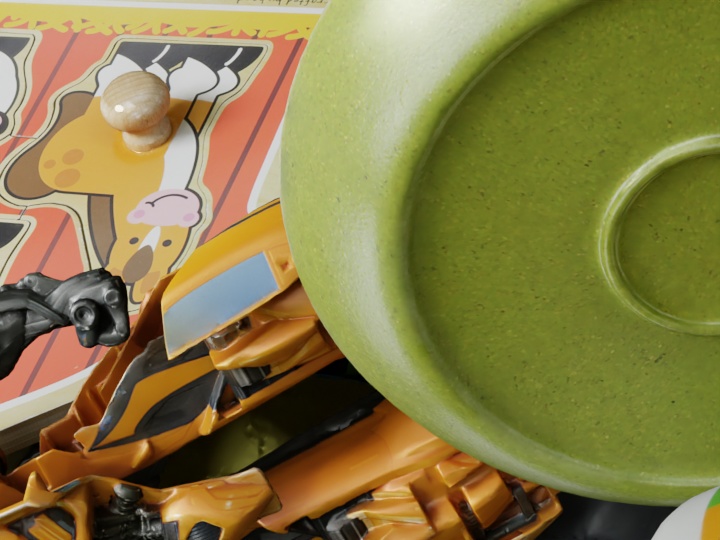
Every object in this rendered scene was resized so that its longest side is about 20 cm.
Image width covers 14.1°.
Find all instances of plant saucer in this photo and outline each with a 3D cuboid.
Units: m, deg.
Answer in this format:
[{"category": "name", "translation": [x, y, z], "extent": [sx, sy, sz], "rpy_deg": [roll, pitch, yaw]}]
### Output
[{"category": "plant saucer", "translation": [0.081, -0.015, 0.666], "extent": [0.200, 0.200, 0.031], "rpy_deg": [-32, 32, 20]}]

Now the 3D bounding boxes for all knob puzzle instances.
[{"category": "knob puzzle", "translation": [-0.111, -0.019, 0.822], "extent": [0.220, 0.030, 0.220], "rpy_deg": [-9, 44, 9]}]

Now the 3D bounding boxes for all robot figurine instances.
[{"category": "robot figurine", "translation": [-0.030, 0.048, 0.746], "extent": [0.200, 0.145, 0.058], "rpy_deg": [-30, 26, 0]}]

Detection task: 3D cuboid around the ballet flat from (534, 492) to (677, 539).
[{"category": "ballet flat", "translation": [0.004, 0.088, 0.829], "extent": [0.200, 0.073, 0.073], "rpy_deg": [-15, 70, 24]}]

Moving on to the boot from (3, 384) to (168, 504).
[{"category": "boot", "translation": [-0.147, 0.065, 0.849], "extent": [0.132, 0.070, 0.200], "rpy_deg": [50, 118, 21]}]

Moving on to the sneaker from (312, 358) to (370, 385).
[{"category": "sneaker", "translation": [0.000, 0.000, 0.845], "extent": [0.200, 0.083, 0.071], "rpy_deg": [0, 77, 30]}]

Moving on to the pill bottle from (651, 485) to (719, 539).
[{"category": "pill bottle", "translation": [0.131, 0.088, 0.656], "extent": [0.200, 0.111, 0.111], "rpy_deg": [-24, 66, 24]}]
